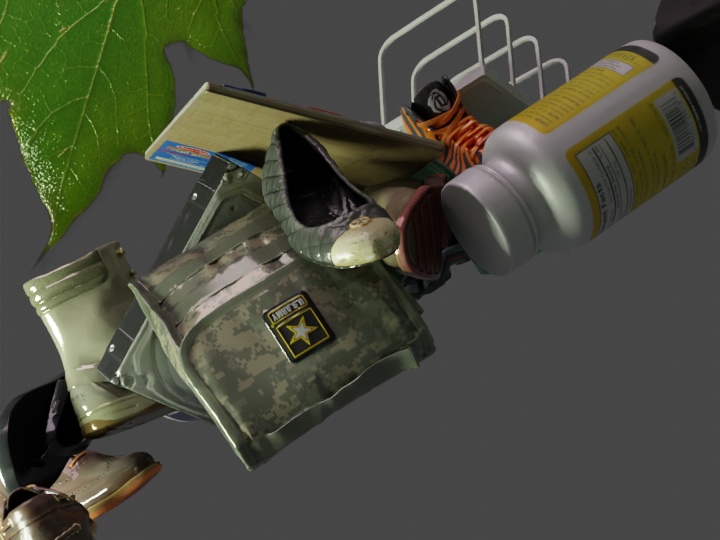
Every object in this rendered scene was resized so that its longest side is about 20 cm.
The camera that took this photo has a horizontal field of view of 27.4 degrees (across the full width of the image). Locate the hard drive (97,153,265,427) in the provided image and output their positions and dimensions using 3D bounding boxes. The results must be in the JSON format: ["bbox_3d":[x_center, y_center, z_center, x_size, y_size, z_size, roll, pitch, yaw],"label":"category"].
[{"bbox_3d":[-0.108,0.023,1.207,0.038,0.140,0.200,28,89,52],"label":"hard drive"}]

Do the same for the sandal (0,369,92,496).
[{"bbox_3d":[-0.249,0.122,1.257,0.043,0.076,0.200,-15,19,24],"label":"sandal"}]

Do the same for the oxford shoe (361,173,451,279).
[{"bbox_3d":[0.026,-0.031,1.129,0.075,0.071,0.200,-2,8,9],"label":"oxford shoe"}]

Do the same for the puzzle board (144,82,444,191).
[{"bbox_3d":[-0.055,-0.098,1.180,0.200,0.017,0.151,13,-20,-23],"label":"puzzle board"}]

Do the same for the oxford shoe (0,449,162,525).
[{"bbox_3d":[-0.260,0.183,1.301,0.200,0.073,0.071,-19,9,31],"label":"oxford shoe"}]

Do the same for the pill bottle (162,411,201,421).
[{"bbox_3d":[-0.157,0.084,1.436,0.120,0.120,0.200,-34,5,-29],"label":"pill bottle"}]

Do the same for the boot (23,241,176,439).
[{"bbox_3d":[-0.178,0.045,1.283,0.200,0.155,0.072,-20,-11,-34],"label":"boot"}]

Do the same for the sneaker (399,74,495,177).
[{"bbox_3d":[0.088,-0.113,1.292,0.078,0.112,0.200,-35,12,-17],"label":"sneaker"}]

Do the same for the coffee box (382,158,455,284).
[{"bbox_3d":[0.000,0.000,1.267,0.123,0.044,0.200,-25,35,60],"label":"coffee box"}]

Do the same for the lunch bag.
[{"bbox_3d":[-0.057,0.043,1.088,0.164,0.118,0.200,-32,35,-11],"label":"lunch bag"}]

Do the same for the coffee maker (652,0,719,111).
[{"bbox_3d":[0.353,-0.226,1.258,0.192,0.135,0.200,-37,6,-41],"label":"coffee maker"}]

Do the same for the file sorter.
[{"bbox_3d":[0.130,-0.162,1.467,0.139,0.200,0.125,-28,48,35],"label":"file sorter"}]

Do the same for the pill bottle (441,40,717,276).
[{"bbox_3d":[0.163,-0.082,1.121,0.200,0.111,0.111,-33,5,-18],"label":"pill bottle"}]

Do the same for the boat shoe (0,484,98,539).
[{"bbox_3d":[-0.244,0.196,1.142,0.070,0.070,0.200,-37,5,-19],"label":"boat shoe"}]

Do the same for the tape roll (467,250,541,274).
[{"bbox_3d":[0.177,-0.068,1.287,0.200,0.048,0.200,-32,4,2],"label":"tape roll"}]

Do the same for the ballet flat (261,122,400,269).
[{"bbox_3d":[-0.029,-0.051,1.046,0.066,0.057,0.200,-18,28,-17],"label":"ballet flat"}]

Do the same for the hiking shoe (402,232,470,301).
[{"bbox_3d":[0.086,-0.046,1.403,0.200,0.087,0.074,-34,5,-27],"label":"hiking shoe"}]
